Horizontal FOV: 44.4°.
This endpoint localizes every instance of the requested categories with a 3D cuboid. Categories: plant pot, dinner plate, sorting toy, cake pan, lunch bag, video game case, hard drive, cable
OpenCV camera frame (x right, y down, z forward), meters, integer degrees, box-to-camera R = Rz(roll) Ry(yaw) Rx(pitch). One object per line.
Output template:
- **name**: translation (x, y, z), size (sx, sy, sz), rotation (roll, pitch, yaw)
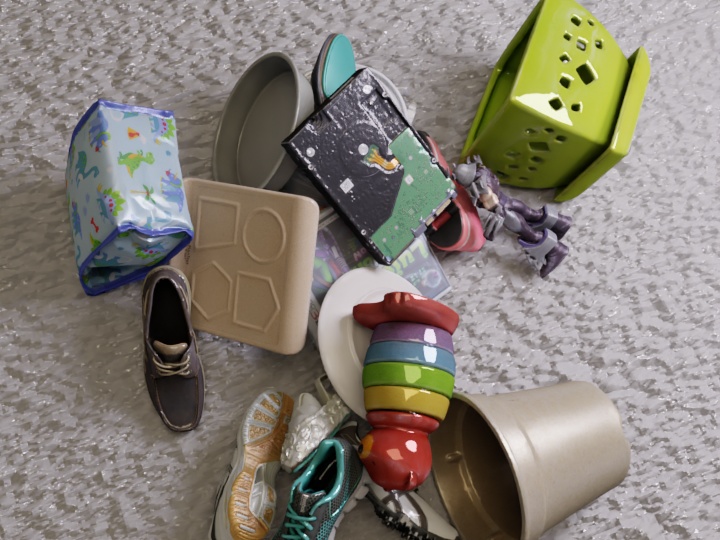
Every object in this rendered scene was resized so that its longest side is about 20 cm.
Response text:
- **plant pot**: translation (0.268, -0.220, 1.197), size (0.180, 0.199, 0.202), rotation (24, 67, -5)
- **plant pot**: translation (0.205, 0.217, 1.032), size (0.181, 0.201, 0.203), rotation (-13, 71, -23)
- **dinner plate**: translation (0.036, 0.089, 1.072), size (0.198, 0.024, 0.203), rotation (16, 63, -34)
- **sorting toy**: translation (-0.144, -0.008, 1.070), size (0.198, 0.036, 0.188), rotation (11, 100, 25)
- **cake pan**: translation (-0.125, -0.180, 1.141), size (0.036, 0.199, 0.203), rotation (17, 63, -37)
- **lunch bag**: translation (-0.298, -0.081, 1.075), size (0.126, 0.199, 0.172), rotation (4, 65, -42)
- **video game case**: translation (0.000, 0.000, 1.125), size (0.199, 0.023, 0.183), rotation (-34, 104, -18)
- **hard drive**: translation (0.015, -0.124, 1.079), size (0.140, 0.038, 0.200), rotation (-46, 110, -12)
- **cable**: translation (-0.028, -0.182, 1.193), size (0.197, 0.069, 0.203), rotation (6, 72, 5)

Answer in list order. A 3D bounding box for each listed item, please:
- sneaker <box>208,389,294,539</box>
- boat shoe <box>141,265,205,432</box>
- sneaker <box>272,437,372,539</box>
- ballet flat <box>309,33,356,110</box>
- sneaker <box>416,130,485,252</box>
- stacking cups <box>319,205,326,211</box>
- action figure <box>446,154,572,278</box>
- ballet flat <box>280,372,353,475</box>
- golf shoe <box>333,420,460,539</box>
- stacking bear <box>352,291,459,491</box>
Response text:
- **sneaker**: translation (-0.132, 0.231, 1.034), size (0.075, 0.088, 0.201), rotation (34, 44, -16)
- **boat shoe**: translation (-0.229, 0.096, 1.048), size (0.073, 0.073, 0.203), rotation (-10, 92, -6)
- **sneaker**: translation (-0.059, 0.266, 0.950), size (0.077, 0.092, 0.202), rotation (15, 64, 26)
- **ballet flat**: translation (-0.043, -0.204, 1.132), size (0.072, 0.073, 0.203), rotation (-2, 77, -8)
- **sneaker**: translation (0.109, -0.101, 1.204), size (0.086, 0.074, 0.202), rotation (18, 42, -46)
- **stacking cups**: translation (-0.102, -0.060, 1.146), size (0.197, 0.061, 0.061), rotation (-7, 70, -5)
- **action figure**: translation (0.189, -0.079, 1.159), size (0.199, 0.069, 0.131), rotation (33, 38, -20)
- **ballet flat**: translation (-0.041, 0.162, 1.047), size (0.072, 0.072, 0.200), rotation (43, 45, 10)
- **golf shoe**: translation (0.042, 0.253, 1.045), size (0.199, 0.078, 0.095), rotation (32, 68, 4)
- **stacking bear**: translation (0.047, 0.141, 0.978), size (0.113, 0.121, 0.203), rotation (16, 71, -25)
